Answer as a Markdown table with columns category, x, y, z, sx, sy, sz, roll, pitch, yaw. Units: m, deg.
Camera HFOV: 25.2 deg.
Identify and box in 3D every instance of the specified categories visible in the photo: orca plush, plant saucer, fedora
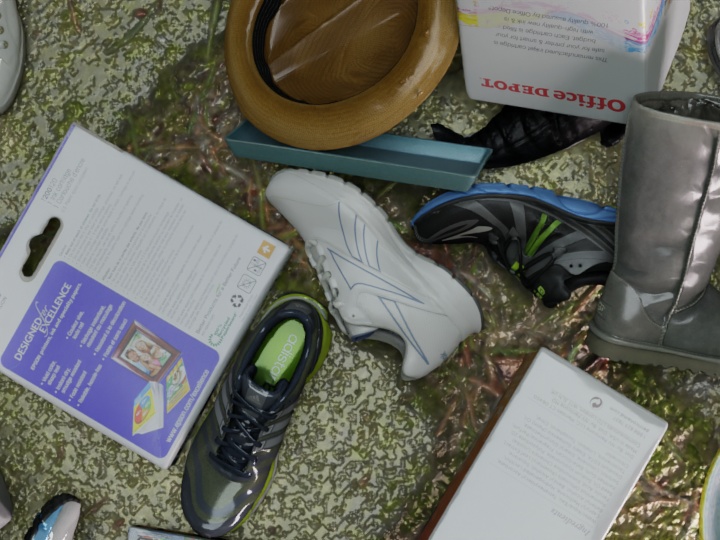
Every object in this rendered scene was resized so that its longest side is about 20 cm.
| category | x | y | z | sx | sy | sz | roll | pitch | yaw |
| --- | --- | --- | --- | --- | --- | --- | --- | --- | --- |
| orca plush | 0.149 | -0.140 | 1.246 | 0.198 | 0.071 | 0.106 | -18 | 84 | 0 |
| plant saucer | -0.001 | -0.090 | 1.237 | 0.198 | 0.070 | 0.019 | 10 | 114 | 13 |
| fedora | -0.007 | -0.181 | 1.239 | 0.198 | 0.082 | 0.203 | -3 | 81 | 21 |

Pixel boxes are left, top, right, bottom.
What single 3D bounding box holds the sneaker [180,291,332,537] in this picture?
| category | x | y | z | sx | sy | sz | roll | pitch | yaw |
| --- | --- | --- | --- | --- | --- | --- | --- | --- | --- |
| sneaker | -0.085 | 0.107 | 1.226 | 0.073 | 0.081 | 0.202 | 22 | 85 | 5 |

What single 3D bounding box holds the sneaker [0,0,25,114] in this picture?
| category | x | y | z | sx | sy | sz | roll | pitch | yaw |
| --- | --- | --- | --- | --- | --- | --- | --- | --- | --- |
| sneaker | -0.307 | -0.224 | 1.264 | 0.072 | 0.085 | 0.203 | -4 | 86 | 0 |

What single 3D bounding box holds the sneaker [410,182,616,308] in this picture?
| category | x | y | z | sx | sy | sz | roll | pitch | yaw |
| --- | --- | --- | --- | --- | --- | --- | --- | --- | --- |
| sneaker | 0.136 | -0.017 | 1.236 | 0.197 | 0.071 | 0.084 | 12 | 79 | 0 |

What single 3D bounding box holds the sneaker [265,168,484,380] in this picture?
| category | x | y | z | sx | sy | sz | roll | pitch | yaw |
| --- | --- | --- | --- | --- | --- | --- | --- | --- | --- |
| sneaker | 0.000 | 0.000 | 1.232 | 0.200 | 0.075 | 0.087 | 41 | 78 | 6 |

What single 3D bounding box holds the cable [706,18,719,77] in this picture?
| category | x | y | z | sx | sy | sz | roll | pitch | yaw |
| --- | --- | --- | --- | --- | --- | --- | --- | --- | --- |
| cable | 0.316 | -0.125 | 1.249 | 0.096 | 0.050 | 0.203 | 5 | 84 | -5 |

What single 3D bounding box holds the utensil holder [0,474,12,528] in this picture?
| category | x | y | z | sx | sy | sz | roll | pitch | yaw |
| --- | --- | --- | --- | --- | --- | --- | --- | --- | --- |
| utensil holder | -0.382 | 0.176 | 1.190 | 0.199 | 0.170 | 0.171 | -34 | 85 | -4 |

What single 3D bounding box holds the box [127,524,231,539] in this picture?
| category | x | y | z | sx | sy | sz | roll | pitch | yaw |
| --- | --- | --- | --- | --- | --- | --- | --- | --- | --- |
| box | -0.090 | 0.279 | 1.231 | 0.197 | 0.040 | 0.139 | 9 | 84 | 3 |

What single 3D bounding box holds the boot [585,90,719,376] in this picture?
| category | x | y | z | sx | sy | sz | roll | pitch | yaw |
| --- | --- | --- | --- | --- | --- | --- | --- | --- | --- |
| boot | 0.258 | -0.026 | 1.181 | 0.180 | 0.073 | 0.202 | 4 | 109 | -19 |

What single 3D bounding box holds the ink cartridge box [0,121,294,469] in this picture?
| category | x | y | z | sx | sy | sz | roll | pitch | yaw |
| --- | --- | --- | --- | --- | --- | --- | --- | --- | --- |
| ink cartridge box | -0.184 | 0.019 | 1.256 | 0.199 | 0.043 | 0.199 | 30 | 86 | 2 |

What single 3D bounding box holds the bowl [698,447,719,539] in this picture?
| category | x | y | z | sx | sy | sz | roll | pitch | yaw |
| --- | --- | --- | --- | --- | --- | --- | --- | --- | --- |
| bowl | 0.340 | 0.187 | 1.192 | 0.197 | 0.108 | 0.203 | 0 | 84 | 1 |

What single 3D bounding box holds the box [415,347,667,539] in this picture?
| category | x | y | z | sx | sy | sz | roll | pitch | yaw |
| --- | --- | --- | --- | --- | --- | --- | --- | --- | --- |
| box | 0.120 | 0.170 | 1.178 | 0.106 | 0.152 | 0.201 | 31 | 86 | 4 |

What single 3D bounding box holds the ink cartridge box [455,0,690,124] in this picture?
| category | x | y | z | sx | sy | sz | roll | pitch | yaw |
| --- | --- | --- | --- | --- | --- | --- | --- | --- | --- |
| ink cartridge box | 0.155 | -0.231 | 1.160 | 0.144 | 0.201 | 0.145 | 12 | 50 | 20 |

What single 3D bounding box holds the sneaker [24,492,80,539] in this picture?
| category | x | y | z | sx | sy | sz | roll | pitch | yaw |
| --- | --- | --- | --- | --- | --- | --- | --- | --- | --- |
| sneaker | -0.236 | 0.271 | 1.230 | 0.086 | 0.075 | 0.202 | 18 | 91 | -7 |
